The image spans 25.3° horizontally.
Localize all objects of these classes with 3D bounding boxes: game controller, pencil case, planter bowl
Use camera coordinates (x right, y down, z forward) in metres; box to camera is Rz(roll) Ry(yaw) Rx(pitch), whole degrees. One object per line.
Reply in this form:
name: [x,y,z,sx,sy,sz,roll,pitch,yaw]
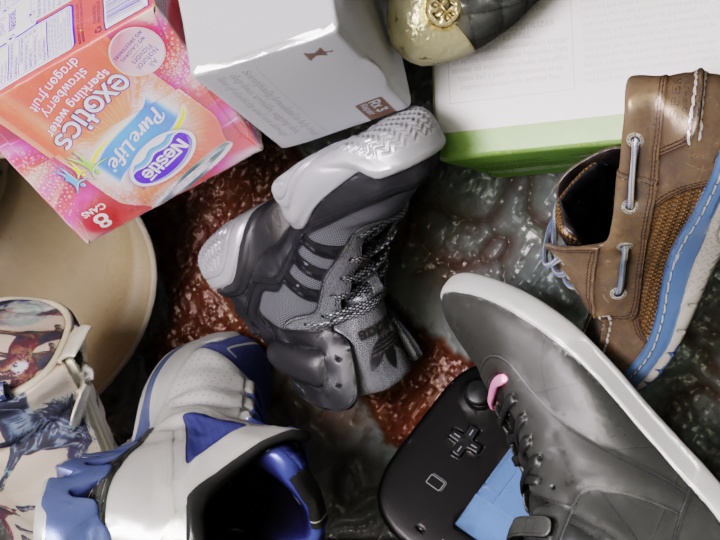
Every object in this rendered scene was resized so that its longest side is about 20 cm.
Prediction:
game controller: [0.107,0.129,0.762,0.200,0.042,0.104,33,64,20]
pencil case: [-0.149,0.110,0.830,0.089,0.078,0.200,6,131,32]
planter bowl: [-0.226,-0.014,0.860,0.200,0.200,0.135,-52,45,17]

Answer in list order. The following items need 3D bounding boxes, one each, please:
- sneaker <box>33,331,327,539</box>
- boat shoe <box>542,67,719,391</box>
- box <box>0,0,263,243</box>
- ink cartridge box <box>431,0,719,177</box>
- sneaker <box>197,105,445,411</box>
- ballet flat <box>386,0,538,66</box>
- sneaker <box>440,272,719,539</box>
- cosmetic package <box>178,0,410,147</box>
sneaker: [-0.062,0.100,0.777,0.115,0.199,0.081,-1,110,18]
boat shoe: [0.120,-0.020,0.705,0.072,0.072,0.200,15,140,0]
box: [-0.122,-0.123,0.781,0.102,0.095,0.200,-27,40,11]
ink cartridge box: [0.112,-0.152,0.750,0.147,0.076,0.201,-4,85,25]
sneaker: [0.000,0.000,0.783,0.114,0.075,0.200,58,146,0]
ballet flat: [0.083,-0.166,0.683,0.066,0.057,0.200,41,104,-11]
sneaker: [0.083,0.091,0.725,0.099,0.071,0.200,-38,71,-15]
cosmetic package: [-0.042,-0.168,0.722,0.074,0.102,0.201,-16,70,16]
